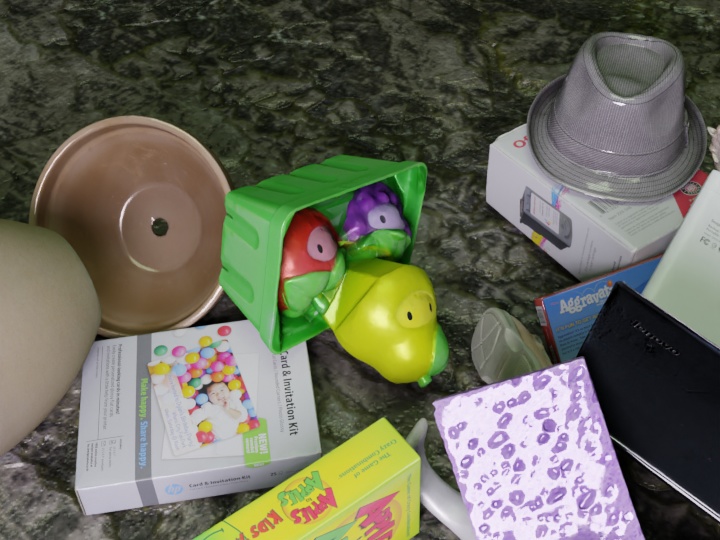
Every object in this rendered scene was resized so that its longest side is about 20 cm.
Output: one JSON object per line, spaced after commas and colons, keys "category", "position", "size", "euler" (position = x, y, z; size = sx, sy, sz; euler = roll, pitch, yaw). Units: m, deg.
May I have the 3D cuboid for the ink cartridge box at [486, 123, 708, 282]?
{"category": "ink cartridge box", "position": [0.242, -0.072, 0.970], "size": [0.146, 0.087, 0.200], "euler": [-25, 48, -24]}

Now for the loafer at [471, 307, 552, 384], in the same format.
{"category": "loafer", "position": [0.142, 0.098, 0.798], "size": [0.062, 0.073, 0.201], "euler": [19, 25, -16]}

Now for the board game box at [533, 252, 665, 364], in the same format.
{"category": "board game box", "position": [0.255, 0.044, 0.858], "size": [0.197, 0.105, 0.019], "euler": [-17, 2, -15]}

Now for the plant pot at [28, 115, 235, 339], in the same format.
{"category": "plant pot", "position": [-0.201, -0.040, 0.923], "size": [0.197, 0.205, 0.093], "euler": [4, 5, 6]}

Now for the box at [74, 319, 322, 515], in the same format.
{"category": "box", "position": [-0.137, 0.117, 0.833], "size": [0.196, 0.042, 0.157], "euler": [-6, 45, -5]}

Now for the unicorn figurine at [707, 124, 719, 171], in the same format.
{"category": "unicorn figurine", "position": [0.398, -0.068, 0.923], "size": [0.074, 0.200, 0.138], "euler": [-39, 20, 7]}

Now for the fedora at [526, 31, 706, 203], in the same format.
{"category": "fedora", "position": [0.252, -0.164, 0.937], "size": [0.174, 0.091, 0.201], "euler": [18, 46, 17]}

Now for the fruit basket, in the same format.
{"category": "fruit basket", "position": [0.000, 0.000, 0.854], "size": [0.212, 0.158, 0.217], "euler": [7, 28, -4]}

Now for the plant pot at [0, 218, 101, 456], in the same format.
{"category": "plant pot", "position": [-0.298, 0.037, 0.815], "size": [0.134, 0.203, 0.199], "euler": [-30, 51, -33]}

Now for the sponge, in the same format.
{"category": "sponge", "position": [0.132, 0.169, 0.669], "size": [0.110, 0.030, 0.203], "euler": [-19, 87, 13]}

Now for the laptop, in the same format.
{"category": "laptop", "position": [0.248, 0.098, 0.696], "size": [0.186, 0.117, 0.199], "euler": [37, 18, 18]}

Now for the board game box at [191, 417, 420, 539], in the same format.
{"category": "board game box", "position": [-0.047, 0.200, 0.704], "size": [0.198, 0.103, 0.048], "euler": [-29, 50, -23]}

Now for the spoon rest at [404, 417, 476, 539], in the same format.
{"category": "spoon rest", "position": [0.114, 0.193, 0.746], "size": [0.199, 0.061, 0.099], "euler": [33, 52, 13]}

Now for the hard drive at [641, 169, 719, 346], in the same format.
{"category": "hard drive", "position": [0.309, 0.032, 0.829], "size": [0.131, 0.027, 0.202], "euler": [31, 79, 11]}
